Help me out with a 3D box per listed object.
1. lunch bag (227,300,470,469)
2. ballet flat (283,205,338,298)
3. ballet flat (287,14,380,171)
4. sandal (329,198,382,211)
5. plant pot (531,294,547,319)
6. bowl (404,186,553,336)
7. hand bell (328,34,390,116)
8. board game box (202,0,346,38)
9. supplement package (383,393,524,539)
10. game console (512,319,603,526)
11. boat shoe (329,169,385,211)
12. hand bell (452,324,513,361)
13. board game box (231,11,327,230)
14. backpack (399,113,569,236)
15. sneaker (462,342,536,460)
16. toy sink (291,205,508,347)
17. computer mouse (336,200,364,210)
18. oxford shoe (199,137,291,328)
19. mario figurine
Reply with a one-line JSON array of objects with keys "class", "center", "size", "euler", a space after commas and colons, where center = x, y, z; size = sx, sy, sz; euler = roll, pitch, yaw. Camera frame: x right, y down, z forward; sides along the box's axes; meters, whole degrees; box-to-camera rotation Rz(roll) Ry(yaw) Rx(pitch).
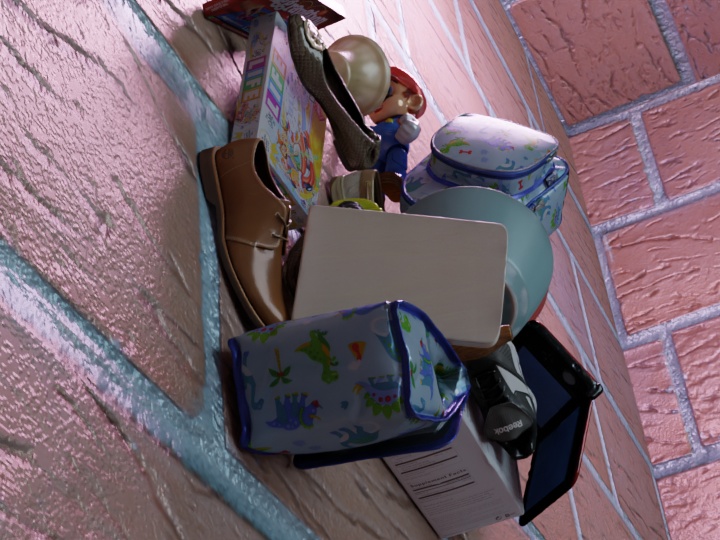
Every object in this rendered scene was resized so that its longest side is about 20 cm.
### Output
[{"class": "lunch bag", "center": [-0.004, 0.108, 1.302], "size": [0.200, 0.169, 0.129], "euler": [23, 58, -70]}, {"class": "ballet flat", "center": [-0.052, -0.019, 1.548], "size": [0.200, 0.046, 0.068], "euler": [-63, 145, -61]}, {"class": "ballet flat", "center": [-0.027, -0.197, 1.592], "size": [0.201, 0.046, 0.068], "euler": [64, 26, -29]}, {"class": "sandal", "center": [0.000, 0.000, 1.658], "size": [0.087, 0.079, 0.201], "euler": [96, -13, -48]}, {"class": "plant pot", "center": [0.132, 0.037, 1.854], "size": [0.202, 0.199, 0.177], "euler": [65, 27, -15]}, {"class": "bowl", "center": [0.122, 0.016, 1.643], "size": [0.202, 0.199, 0.105], "euler": [62, 19, -24]}, {"class": "hand bell", "center": [-0.054, -0.240, 1.732], "size": [0.200, 0.104, 0.105], "euler": [-7, 77, -62]}, {"class": "board game box", "center": [-0.093, -0.292, 1.620], "size": [0.020, 0.102, 0.200], "euler": [71, 16, 7]}, {"class": "supplement package", "center": [0.099, 0.198, 1.654], "size": [0.114, 0.109, 0.201], "euler": [-92, 157, -47]}, {"class": "game console", "center": [0.200, 0.184, 1.718], "size": [0.172, 0.118, 0.200], "euler": [47, -27, 9]}, {"class": "boat shoe", "center": [0.020, -0.028, 1.743], "size": [0.074, 0.066, 0.202], "euler": [-1, 72, -73]}, {"class": "hand bell", "center": [0.060, 0.092, 1.472], "size": [0.104, 0.198, 0.105], "euler": [-16, 90, -79]}, {"class": "board game box", "center": [-0.085, -0.163, 1.562], "size": [0.135, 0.034, 0.201], "euler": [53, 32, -44]}, {"class": "backpack", "center": [0.145, -0.097, 1.769], "size": [0.200, 0.182, 0.148], "euler": [-44, 145, -43]}, {"class": "sneaker", "center": [0.154, 0.139, 1.585], "size": [0.091, 0.066, 0.201], "euler": [-97, 162, -45]}, {"class": "toy sink", "center": [0.040, 0.027, 1.409], "size": [0.112, 0.198, 0.131], "euler": [85, 11, -63]}, {"class": "computer mouse", "center": [-0.005, 0.022, 1.547], "size": [0.034, 0.058, 0.202], "euler": [-109, -164, -75]}, {"class": "oxford shoe", "center": [-0.095, -0.032, 1.364], "size": [0.071, 0.071, 0.202], "euler": [14, 59, -73]}, {"class": "mario figurine", "center": [0.022, -0.183, 1.845], "size": [0.106, 0.122, 0.201], "euler": [76, 19, -56]}]
